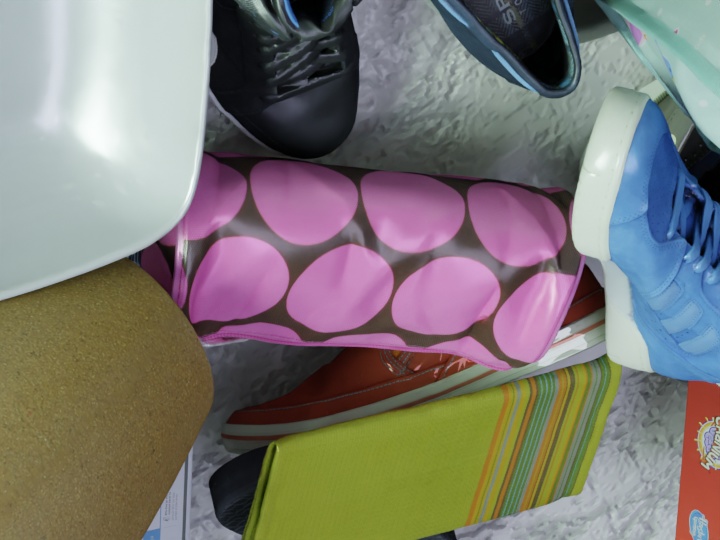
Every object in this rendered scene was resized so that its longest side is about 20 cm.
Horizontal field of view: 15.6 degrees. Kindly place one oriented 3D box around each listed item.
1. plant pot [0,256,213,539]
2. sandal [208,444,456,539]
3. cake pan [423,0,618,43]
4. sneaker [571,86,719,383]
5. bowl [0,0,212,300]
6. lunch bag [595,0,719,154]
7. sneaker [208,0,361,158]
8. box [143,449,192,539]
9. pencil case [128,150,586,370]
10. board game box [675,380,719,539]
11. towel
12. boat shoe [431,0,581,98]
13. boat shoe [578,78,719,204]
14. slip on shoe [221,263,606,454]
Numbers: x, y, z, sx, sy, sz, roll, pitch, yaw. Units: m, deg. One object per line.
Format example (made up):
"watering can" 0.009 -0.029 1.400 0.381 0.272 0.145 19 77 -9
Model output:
"plant pot" -0.157 0.083 1.062 0.200 0.186 0.187 -40 137 -32
"sandal" -0.008 0.117 1.282 0.076 0.043 0.200 -23 150 13
"cake pan" 0.094 -0.193 1.138 0.199 0.037 0.201 -15 128 -19
"sneaker" 0.160 -0.007 1.156 0.200 0.110 0.077 72 37 -56
"bowl" -0.158 -0.089 1.007 0.199 0.075 0.201 -17 124 -33
"lunch bag" 0.209 -0.113 1.088 0.170 0.200 0.122 -41 110 1
"sneaker" -0.032 -0.104 1.081 0.073 0.112 0.201 -26 131 -9
"box" -0.179 0.119 1.194 0.199 0.060 0.117 -10 126 -23
"pencil case" 0.000 0.000 1.166 0.198 0.091 0.094 5 97 -17
"board game box" 0.226 0.036 1.336 0.153 0.040 0.201 -34 137 -36
"towel" 0.034 0.089 1.225 0.199 0.018 0.087 -11 132 -33
"boat shoe" 0.048 -0.151 1.070 0.084 0.069 0.200 -40 132 3
"boat shoe" 0.192 -0.092 1.248 0.202 0.060 0.072 -47 132 8
"slip on shoe" 0.024 0.040 1.256 0.199 0.074 0.062 -22 87 -1
